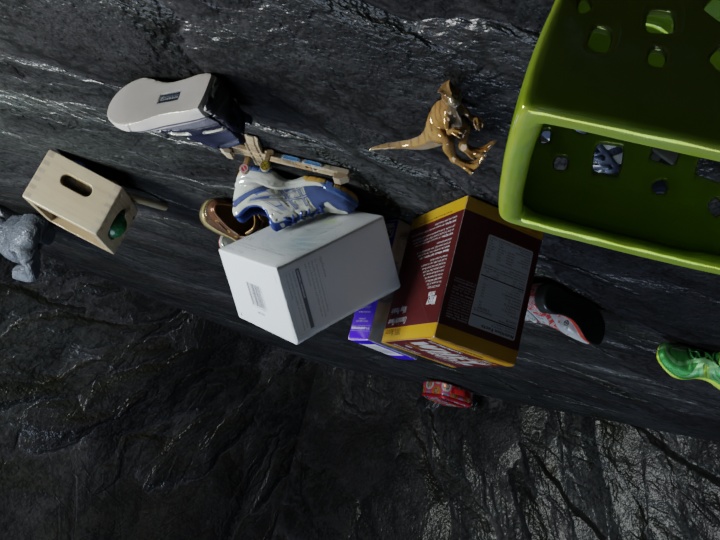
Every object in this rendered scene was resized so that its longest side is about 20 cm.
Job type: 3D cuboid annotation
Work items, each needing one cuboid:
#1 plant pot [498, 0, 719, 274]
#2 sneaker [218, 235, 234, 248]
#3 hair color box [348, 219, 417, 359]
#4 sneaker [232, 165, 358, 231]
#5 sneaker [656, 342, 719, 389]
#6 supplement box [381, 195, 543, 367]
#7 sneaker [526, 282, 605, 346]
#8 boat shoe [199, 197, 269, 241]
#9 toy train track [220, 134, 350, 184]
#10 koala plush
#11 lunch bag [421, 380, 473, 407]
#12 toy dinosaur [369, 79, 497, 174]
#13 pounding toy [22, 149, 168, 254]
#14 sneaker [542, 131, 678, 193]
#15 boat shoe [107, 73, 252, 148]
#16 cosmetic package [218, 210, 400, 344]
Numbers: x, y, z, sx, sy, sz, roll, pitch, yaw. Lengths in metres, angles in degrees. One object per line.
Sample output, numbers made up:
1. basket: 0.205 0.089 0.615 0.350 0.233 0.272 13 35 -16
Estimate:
1. plant pot: 0.203 -0.123 0.523 0.195 0.186 0.199 13 168 9
2. sneaker: -0.183 -0.053 1.621 0.194 0.080 0.082 5 163 3
3. hair color box: 0.061 0.032 1.348 0.108 0.205 0.064 23 164 -32
4. sneaker: -0.101 -0.096 1.257 0.195 0.090 0.075 9 165 13
5. sneaker: 0.662 0.175 1.564 0.195 0.075 0.084 18 144 7
6. supplement box: 0.145 0.025 1.209 0.130 0.205 0.197 19 167 -17
7. sneaker: 0.353 0.076 1.497 0.199 0.069 0.107 29 164 -35
8. boat shoe: -0.200 -0.075 1.521 0.197 0.074 0.067 24 167 -24
9. toy train track: -0.112 -0.147 1.179 0.195 0.033 0.115 13 168 8
10. koala plush: -0.960 -0.094 2.232 0.195 0.181 0.184 16 157 -3
11. lunch bag: 0.367 0.505 3.370 0.197 0.084 0.174 23 162 -36
12. toy dinosaur: 0.090 -0.151 0.892 0.106 0.061 0.200 41 160 -2
13. pounding toy: -0.499 -0.132 1.577 0.197 0.145 0.184 26 167 1
14. sneaker: 0.244 -0.099 0.808 0.196 0.087 0.075 21 167 -22
15. boat shoe: -0.227 -0.189 1.036 0.196 0.076 0.093 6 157 36
16. cosmetic package: -0.080 -0.005 1.265 0.197 0.126 0.198 -26 -157 -29
